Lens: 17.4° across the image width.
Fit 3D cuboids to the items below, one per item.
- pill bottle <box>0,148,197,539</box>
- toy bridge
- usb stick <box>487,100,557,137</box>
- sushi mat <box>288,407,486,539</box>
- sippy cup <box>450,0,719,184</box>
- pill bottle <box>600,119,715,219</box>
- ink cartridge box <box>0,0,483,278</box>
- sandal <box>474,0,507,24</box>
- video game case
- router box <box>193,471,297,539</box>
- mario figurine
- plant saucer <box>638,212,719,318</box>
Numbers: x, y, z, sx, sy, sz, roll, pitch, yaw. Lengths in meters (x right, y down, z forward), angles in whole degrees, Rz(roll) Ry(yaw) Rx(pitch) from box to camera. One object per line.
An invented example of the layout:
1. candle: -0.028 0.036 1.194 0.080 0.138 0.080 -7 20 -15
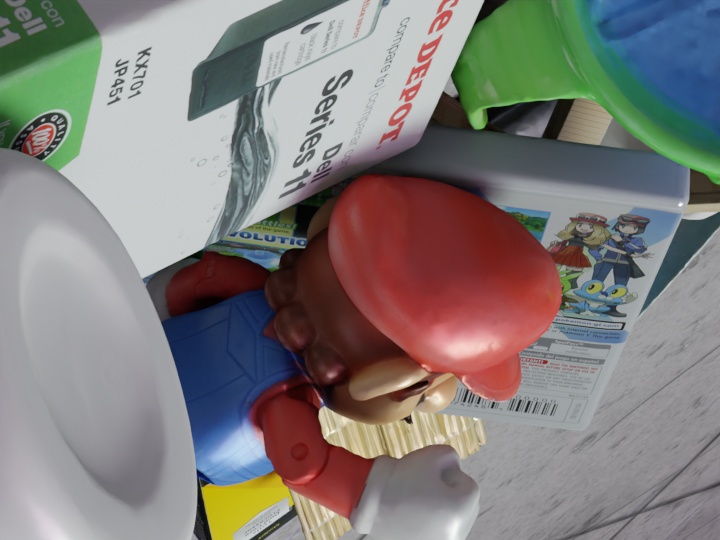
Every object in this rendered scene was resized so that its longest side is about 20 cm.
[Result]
1. pill bottle: -0.149 0.054 0.566 0.199 0.113 0.112 -20 165 15
2. toy bridge: 0.077 -0.051 0.842 0.067 0.199 0.027 110 -8 -56
3. usb stick: 0.047 -0.043 0.975 0.199 0.033 0.056 -34 142 -14
4. sushi mat: -0.003 0.024 0.949 0.095 0.012 0.201 -29 133 -15
5. sippy cup: 0.120 -0.096 0.745 0.130 0.177 0.141 -105 -151 -87
6. pill bottle: 0.180 -0.118 0.927 0.199 0.114 0.114 -33 160 -12
7. ink cartridge box: -0.060 -0.069 0.659 0.199 0.083 0.147 -28 159 -29
8. sandal: 0.114 -0.140 0.846 0.199 0.055 0.082 -32 160 -15
9. video game case: 0.000 0.000 0.833 0.198 0.022 0.183 8 152 -2
10. router box: 0.000 0.038 1.050 0.199 0.051 0.149 -35 161 -13
11. mario figurine: -0.023 0.045 0.766 0.199 0.124 0.106 -25 179 13
12. plant saucer: 0.148 -0.027 1.136 0.201 0.039 0.201 -48 177 -3
